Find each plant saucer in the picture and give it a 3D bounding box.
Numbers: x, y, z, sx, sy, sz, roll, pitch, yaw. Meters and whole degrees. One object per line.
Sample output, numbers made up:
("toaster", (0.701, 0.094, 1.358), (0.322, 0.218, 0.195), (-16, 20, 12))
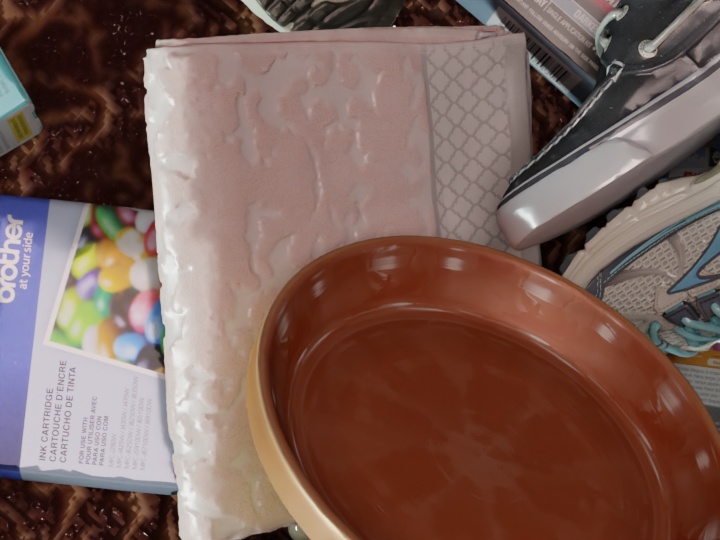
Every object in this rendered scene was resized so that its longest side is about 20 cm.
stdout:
("plant saucer", (0.049, 0.068, 0.875), (0.199, 0.201, 0.032), (25, 129, -3))

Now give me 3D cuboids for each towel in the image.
("towel", (0.000, 0.000, 0.945), (0.190, 0.032, 0.202), (-8, 97, -35))

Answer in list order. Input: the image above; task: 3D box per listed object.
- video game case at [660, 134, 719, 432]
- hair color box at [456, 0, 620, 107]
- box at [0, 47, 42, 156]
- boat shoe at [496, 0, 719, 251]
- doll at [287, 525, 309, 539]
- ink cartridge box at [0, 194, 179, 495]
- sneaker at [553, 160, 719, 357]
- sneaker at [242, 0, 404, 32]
("video game case", (0.178, 0.038, 0.975), (0.143, 0.018, 0.201), (7, 84, 41))
("hair color box", (0.140, -0.172, 1.012), (0.099, 0.061, 0.200), (40, 83, -1))
("box", (-0.233, -0.035, 0.961), (0.199, 0.082, 0.049), (-31, 87, -7))
("boat shoe", (0.128, -0.088, 0.941), (0.200, 0.072, 0.068), (-38, 81, 1))
("doll", (-0.033, 0.170, 0.978), (0.199, 0.048, 0.137), (0, 77, -11))
("ink cartridge box", (-0.098, 0.034, 0.984), (0.198, 0.042, 0.120), (6, 80, -2))
("sneaker", (0.158, -0.002, 0.941), (0.200, 0.077, 0.087), (-44, 58, 23))
("sneaker", (-0.072, -0.164, 0.977), (0.200, 0.089, 0.077), (42, 84, -12))
